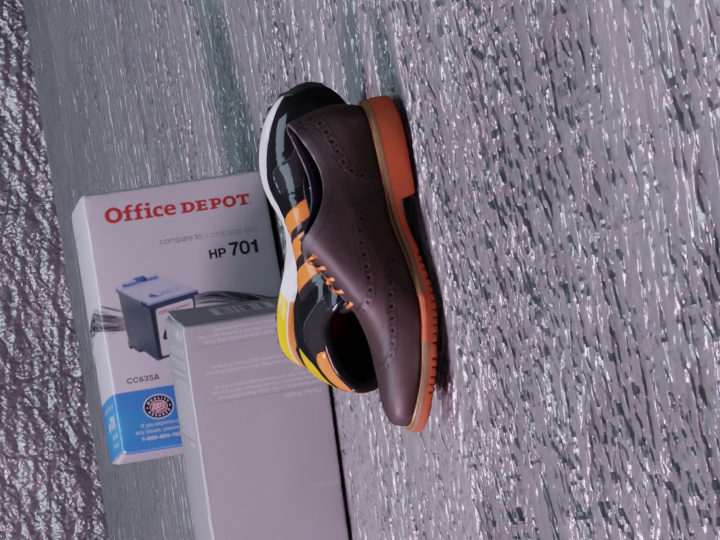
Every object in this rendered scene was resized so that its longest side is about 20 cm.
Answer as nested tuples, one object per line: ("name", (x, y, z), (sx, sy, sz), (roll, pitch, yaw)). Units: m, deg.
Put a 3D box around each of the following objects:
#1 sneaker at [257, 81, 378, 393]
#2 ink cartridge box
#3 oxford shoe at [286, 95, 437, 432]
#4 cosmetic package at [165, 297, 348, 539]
("sneaker", (-0.012, -0.018, 1.636), (0.090, 0.070, 0.201), (35, 135, 52))
("ink cartridge box", (-0.133, 0.036, 1.994), (0.086, 0.145, 0.202), (140, 121, -77))
("oxford shoe", (0.000, 0.000, 1.550), (0.071, 0.072, 0.202), (140, 120, -75))
("cosmetic package", (-0.074, 0.126, 1.895), (0.090, 0.106, 0.202), (-156, 60, -75))
